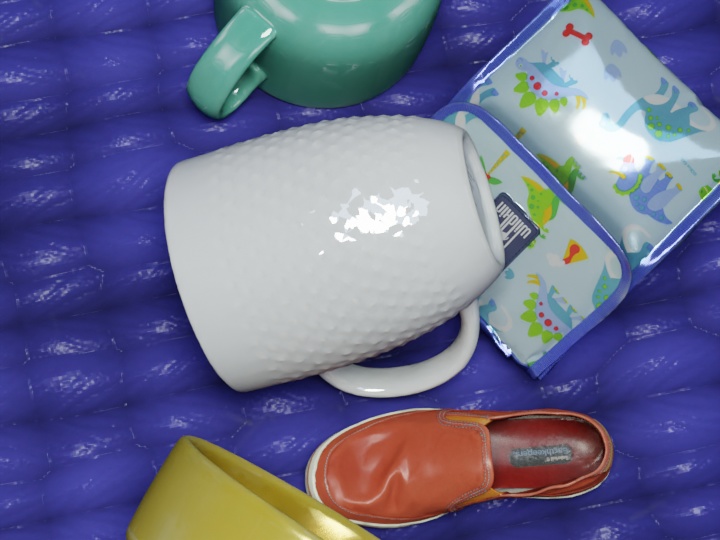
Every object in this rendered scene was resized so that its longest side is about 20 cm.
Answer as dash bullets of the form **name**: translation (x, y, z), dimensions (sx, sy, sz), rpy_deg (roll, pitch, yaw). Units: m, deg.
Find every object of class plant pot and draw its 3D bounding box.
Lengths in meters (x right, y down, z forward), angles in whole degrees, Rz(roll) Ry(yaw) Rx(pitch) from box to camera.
- **plant pot**: translation (-0.062, 0.219, 0.966), dimensions (0.201, 0.201, 0.189), rpy_deg (32, 87, 2)

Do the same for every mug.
- **mug**: translation (0.000, 0.000, 1.085), dimensions (0.175, 0.200, 0.148), rpy_deg (-16, 36, 13)
- **mug**: translation (-0.022, -0.182, 1.161), dimensions (0.152, 0.114, 0.185), rpy_deg (12, 73, -4)

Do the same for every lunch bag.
- **lunch bag**: translation (0.125, -0.055, 1.146), dimensions (0.200, 0.127, 0.170), rpy_deg (-43, 83, 1)

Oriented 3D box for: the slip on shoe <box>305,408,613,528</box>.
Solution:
- **slip on shoe**: translation (0.064, 0.118, 1.115), dimensions (0.199, 0.061, 0.074), rpy_deg (-4, 76, -7)
